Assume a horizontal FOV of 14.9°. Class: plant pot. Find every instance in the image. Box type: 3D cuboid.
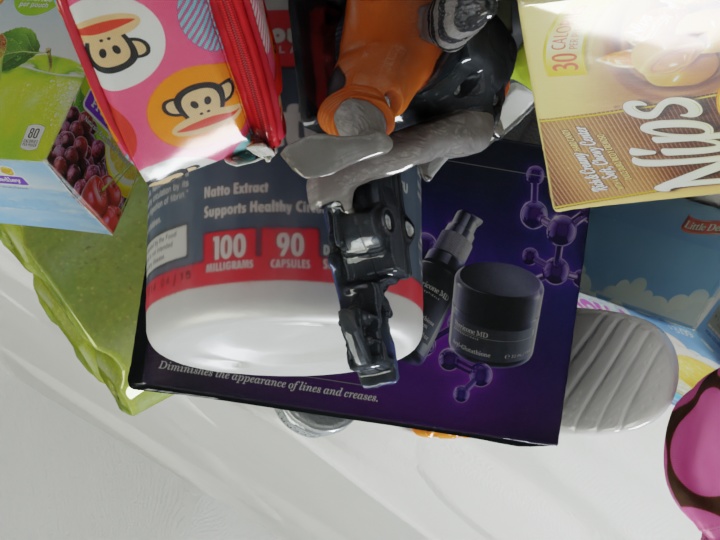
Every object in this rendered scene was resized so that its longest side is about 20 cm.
[{"bbox_3d":[-0.087,-0.027,1.466,0.201,0.184,0.201,53,170,13],"label":"plant pot"}]

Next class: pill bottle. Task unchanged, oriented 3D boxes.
[{"bbox_3d":[-0.033,-0.064,1.183,0.119,0.202,0.120,-1,165,0],"label":"pill bottle"}]

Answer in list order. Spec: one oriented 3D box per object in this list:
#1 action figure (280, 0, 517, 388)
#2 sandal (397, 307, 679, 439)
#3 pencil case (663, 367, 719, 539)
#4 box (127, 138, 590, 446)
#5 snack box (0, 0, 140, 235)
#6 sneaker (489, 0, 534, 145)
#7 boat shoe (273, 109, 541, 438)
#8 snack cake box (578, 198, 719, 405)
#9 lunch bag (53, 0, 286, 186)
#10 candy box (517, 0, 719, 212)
[{"bbox_3d":[0.022,-0.061,1.057,0.104,0.202,0.193,-9,175,12],"label":"action figure"},{"bbox_3d":[0.088,0.053,1.384,0.206,0.080,0.059,7,176,44],"label":"sandal"},{"bbox_3d":[0.217,0.066,1.225,0.090,0.094,0.200,32,147,-10],"label":"pencil case"},{"bbox_3d":[0.000,0.000,1.297,0.198,0.142,0.079,8,174,-9],"label":"box"},{"bbox_3d":[-0.157,-0.123,1.297,0.168,0.201,0.068,5,151,34],"label":"snack box"},{"bbox_3d":[0.060,-0.112,1.191,0.081,0.074,0.200,45,161,-3],"label":"sneaker"},{"bbox_3d":[0.017,-0.005,1.375,0.072,0.200,0.071,42,171,-8],"label":"boat shoe"},{"bbox_3d":[0.146,0.012,1.406,0.199,0.067,0.115,20,161,51],"label":"snack cake box"},{"bbox_3d":[-0.088,-0.133,1.065,0.177,0.081,0.201,73,179,-48],"label":"lunch bag"},{"bbox_3d":[0.119,-0.086,1.009,0.114,0.056,0.200,-6,160,6],"label":"candy box"}]
